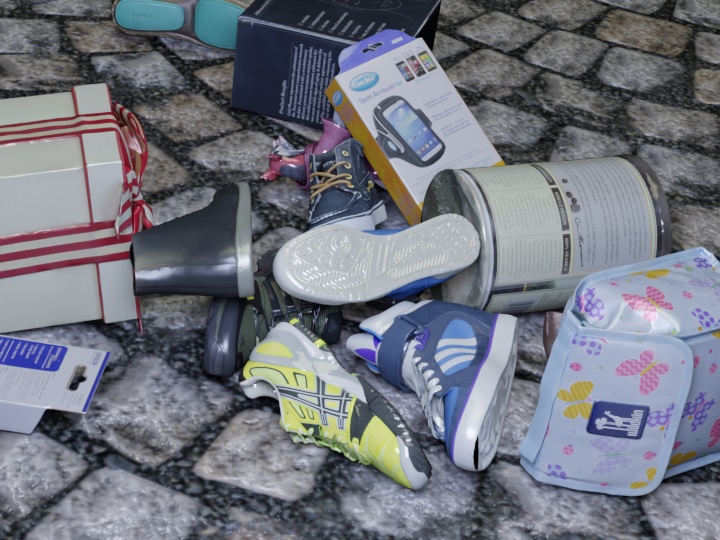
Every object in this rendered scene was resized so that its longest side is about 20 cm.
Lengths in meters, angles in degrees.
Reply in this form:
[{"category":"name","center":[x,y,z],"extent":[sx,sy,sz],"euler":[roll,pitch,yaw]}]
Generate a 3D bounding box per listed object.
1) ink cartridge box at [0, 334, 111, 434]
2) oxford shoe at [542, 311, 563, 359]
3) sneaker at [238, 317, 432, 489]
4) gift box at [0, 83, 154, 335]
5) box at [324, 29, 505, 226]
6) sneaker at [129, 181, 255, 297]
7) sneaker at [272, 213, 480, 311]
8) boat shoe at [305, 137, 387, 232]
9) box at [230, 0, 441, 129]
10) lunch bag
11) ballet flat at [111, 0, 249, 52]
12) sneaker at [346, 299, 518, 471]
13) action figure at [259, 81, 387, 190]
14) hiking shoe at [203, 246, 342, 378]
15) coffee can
[{"category":"ink cartridge box","center":[-0.316,0.089,1.339],"extent":[0.199,0.037,0.095],"euler":[7,30,2]},{"category":"oxford shoe","center":[0.258,0.052,1.481],"extent":[0.199,0.073,0.071],"euler":[-10,-3,-28]},{"category":"sneaker","center":[-0.020,0.125,1.338],"extent":[0.076,0.075,0.200],"euler":[-43,56,-12]},{"category":"gift box","center":[-0.276,-0.043,1.437],"extent":[0.186,0.185,0.200],"euler":[-9,37,-11]},{"category":"box","center":[0.053,-0.152,1.663],"extent":[0.119,0.041,0.200],"euler":[-27,78,-28]},{"category":"sneaker","center":[-0.148,-0.031,1.409],"extent":[0.106,0.075,0.200],"euler":[-2,17,-5]},{"category":"sneaker","center":[0.000,0.001,1.454],"extent":[0.199,0.111,0.077],"euler":[-13,77,-28]},{"category":"boat shoe","center":[-0.026,-0.075,1.571],"extent":[0.071,0.091,0.200],"euler":[-19,5,11]},{"category":"box","center":[-0.027,-0.261,1.901],"extent":[0.196,0.124,0.200],"euler":[16,32,10]},{"category":"lunch bag","center":[0.233,0.092,1.339],"extent":[0.200,0.170,0.127],"euler":[-10,37,-33]},{"category":"ballet flat","center":[-0.210,-0.319,2.014],"extent":[0.199,0.071,0.065],"euler":[11,16,-3]},{"category":"sneaker","center":[0.053,0.095,1.388],"extent":[0.146,0.081,0.200],"euler":[6,33,13]},{"category":"action figure","center":[-0.014,-0.114,1.718],"extent":[0.200,0.134,0.149],"euler":[-16,75,-23]},{"category":"hiking shoe","center":[-0.069,0.039,1.441],"extent":[0.100,0.076,0.200],"euler":[15,30,17]},{"category":"coffee can","center":[0.177,-0.033,1.552],"extent":[0.199,0.147,0.146],"euler":[-5,33,-22]}]
